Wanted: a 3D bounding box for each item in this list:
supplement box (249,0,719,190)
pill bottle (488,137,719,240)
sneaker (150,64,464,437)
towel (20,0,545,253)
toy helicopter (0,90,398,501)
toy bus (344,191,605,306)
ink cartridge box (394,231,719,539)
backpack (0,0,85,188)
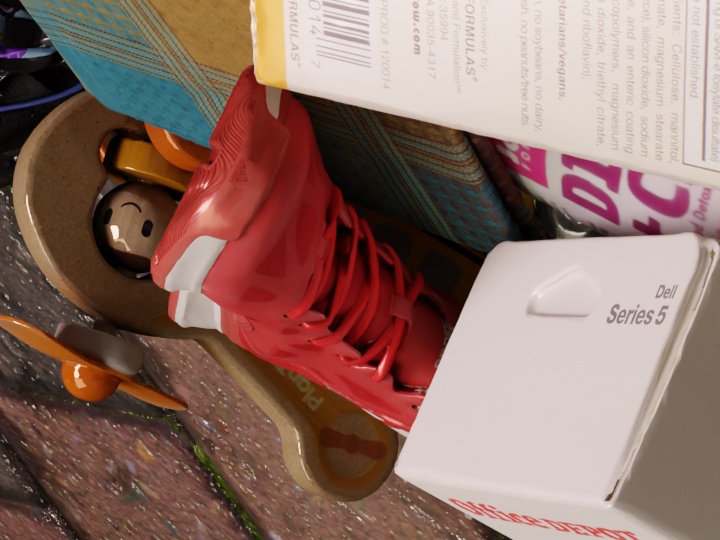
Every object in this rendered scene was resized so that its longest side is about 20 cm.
[{"bbox_3d":[0.086,-0.080,0.621,0.199,0.126,0.074,15,120,31],"label":"supplement box"},{"bbox_3d":[0.100,-0.063,0.794,0.199,0.113,0.114,29,151,26],"label":"pill bottle"},{"bbox_3d":[0.000,0.000,0.805,0.115,0.079,0.200,26,174,1],"label":"sneaker"},{"bbox_3d":[-0.041,-0.073,0.816,0.199,0.022,0.147,21,159,35],"label":"towel"},{"bbox_3d":[-0.059,0.019,0.970,0.200,0.132,0.079,51,155,-19],"label":"toy helicopter"},{"bbox_3d":[0.042,-0.024,0.898,0.199,0.065,0.079,30,108,13],"label":"toy bus"},{"bbox_3d":[0.131,0.072,0.764,0.199,0.084,0.145,29,168,-20],"label":"ink cartridge box"},{"bbox_3d":[-0.224,-0.106,1.038,0.135,0.199,0.184,119,132,-64],"label":"backpack"}]
